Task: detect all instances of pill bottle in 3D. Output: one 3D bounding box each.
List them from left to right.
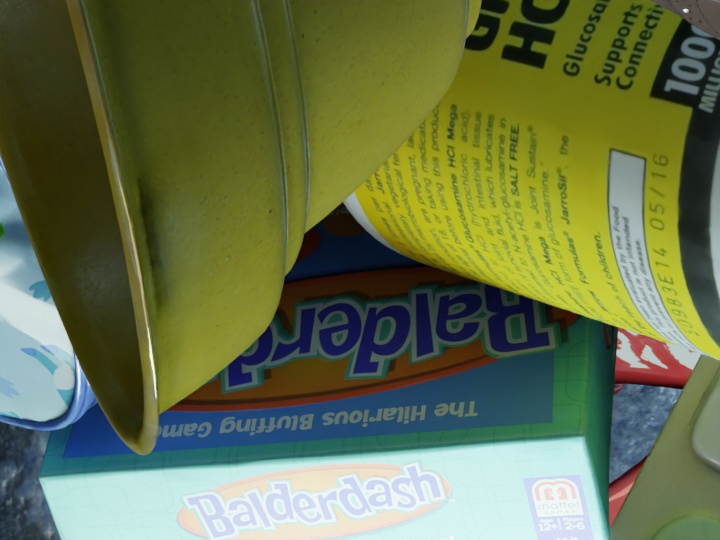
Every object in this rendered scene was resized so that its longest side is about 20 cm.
[{"bbox_3d":[0.061,-0.046,0.745,0.200,0.113,0.112,18,179,41],"label":"pill bottle"}]

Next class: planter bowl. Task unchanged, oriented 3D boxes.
[{"bbox_3d":[-0.031,-0.074,0.519,0.083,0.201,0.200,-18,-173,-11],"label":"planter bowl"}]

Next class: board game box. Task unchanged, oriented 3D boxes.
[{"bbox_3d":[0.000,0.000,0.841,0.152,0.200,0.045,-5,130,12],"label":"board game box"}]

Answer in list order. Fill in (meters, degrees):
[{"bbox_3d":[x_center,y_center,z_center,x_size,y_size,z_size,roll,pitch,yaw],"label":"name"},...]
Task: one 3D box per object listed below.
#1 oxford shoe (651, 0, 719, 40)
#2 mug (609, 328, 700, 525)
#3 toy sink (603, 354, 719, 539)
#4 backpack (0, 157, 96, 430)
[{"bbox_3d":[0.105,-0.062,0.552,0.200,0.071,0.073,29,-178,-6],"label":"oxford shoe"},{"bbox_3d":[0.133,0.009,1.151,0.133,0.178,0.200,-19,-168,-26],"label":"mug"},{"bbox_3d":[0.143,0.057,0.804,0.112,0.130,0.200,27,179,10],"label":"toy sink"},{"bbox_3d":[-0.127,-0.050,0.754,0.183,0.147,0.200,18,143,45],"label":"backpack"}]
